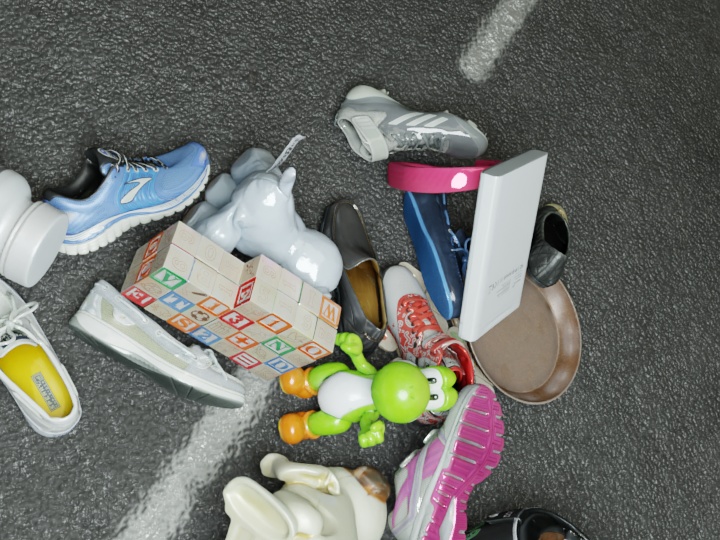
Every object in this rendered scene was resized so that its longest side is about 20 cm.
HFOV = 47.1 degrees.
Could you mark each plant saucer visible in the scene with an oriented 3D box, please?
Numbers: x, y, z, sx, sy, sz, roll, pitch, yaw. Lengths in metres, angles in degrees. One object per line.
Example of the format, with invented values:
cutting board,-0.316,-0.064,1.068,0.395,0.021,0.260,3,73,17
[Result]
plant saucer,0.207,0.076,1.084,0.199,0.034,0.202,10,70,-29

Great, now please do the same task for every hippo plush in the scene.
hippo plush,-0.090,-0.044,0.938,0.161,0.199,0.160,45,26,-25

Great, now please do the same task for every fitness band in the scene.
fitness band,0.111,-0.119,1.028,0.142,0.200,0.038,-1,99,-13

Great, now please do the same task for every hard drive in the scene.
hard drive,0.166,-0.031,0.969,0.027,0.202,0.132,21,29,30

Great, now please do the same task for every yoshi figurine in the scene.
yoshi figurine,0.001,0.131,0.879,0.113,0.198,0.112,67,26,-24

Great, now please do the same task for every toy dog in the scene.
toy dog,-0.040,0.261,0.838,0.192,0.200,0.141,16,101,20

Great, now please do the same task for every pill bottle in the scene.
pill bottle,-0.395,-0.064,0.805,0.199,0.111,0.111,27,63,-6

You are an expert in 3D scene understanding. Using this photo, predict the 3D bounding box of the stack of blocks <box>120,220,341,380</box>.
stack of blocks,-0.132,0.032,0.864,0.199,0.115,0.059,35,48,-30

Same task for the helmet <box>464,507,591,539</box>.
helmet,0.167,0.372,0.884,0.199,0.191,0.201,28,29,-17

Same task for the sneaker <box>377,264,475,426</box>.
sneaker,0.081,0.077,0.976,0.067,0.108,0.203,-3,74,-26

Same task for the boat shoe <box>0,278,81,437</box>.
boat shoe,-0.342,0.071,0.808,0.074,0.086,0.203,-31,85,-31

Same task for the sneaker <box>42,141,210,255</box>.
sneaker,-0.251,-0.097,0.898,0.199,0.078,0.090,-34,129,-31

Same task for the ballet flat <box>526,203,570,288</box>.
ballet flat,0.265,-0.040,1.117,0.066,0.057,0.200,39,33,-7

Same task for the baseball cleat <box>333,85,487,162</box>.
baseball cleat,0.062,-0.170,1.078,0.198,0.070,0.107,21,60,11

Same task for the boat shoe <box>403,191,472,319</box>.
boat shoe,0.108,-0.034,1.031,0.068,0.084,0.201,-6,59,-12

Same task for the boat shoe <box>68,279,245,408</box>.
boat shoe,-0.206,0.084,0.878,0.201,0.074,0.065,29,67,-6

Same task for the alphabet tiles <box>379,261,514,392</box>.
alphabet tiles,0.107,0.084,1.056,0.195,0.015,0.201,34,62,-10

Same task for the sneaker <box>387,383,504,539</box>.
sneaker,0.083,0.211,0.886,0.081,0.088,0.201,38,72,-36

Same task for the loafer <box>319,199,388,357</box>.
loafer,0.000,0.000,0.996,0.072,0.072,0.202,0,67,-31
